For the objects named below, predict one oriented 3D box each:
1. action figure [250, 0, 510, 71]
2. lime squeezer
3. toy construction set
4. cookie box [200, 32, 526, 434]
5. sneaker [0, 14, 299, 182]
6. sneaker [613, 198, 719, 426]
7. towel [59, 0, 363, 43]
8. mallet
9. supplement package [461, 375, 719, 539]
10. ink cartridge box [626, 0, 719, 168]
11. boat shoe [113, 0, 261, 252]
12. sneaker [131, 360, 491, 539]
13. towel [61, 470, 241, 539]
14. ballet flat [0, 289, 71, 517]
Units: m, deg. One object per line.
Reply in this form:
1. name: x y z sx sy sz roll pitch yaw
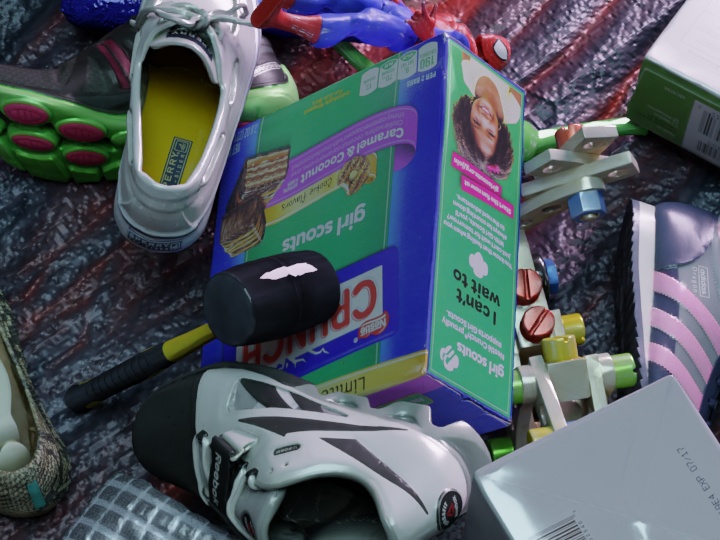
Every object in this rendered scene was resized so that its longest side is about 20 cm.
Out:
1. action figure: 0.015 -0.141 1.246 0.065 0.200 0.052 47 112 40
2. lime squeezer: 0.067 -0.094 1.294 0.200 0.038 0.071 16 63 8
3. toy construction set: 0.098 0.023 1.176 0.092 0.131 0.200 4 70 -2
4. cookie box: 0.000 0.000 1.170 0.171 0.075 0.200 -21 53 39
5. sneaker: -0.137 -0.102 1.281 0.200 0.077 0.084 0 56 -13
6. sneaker: 0.183 0.053 1.202 0.082 0.070 0.200 4 66 -4
7. towel: -0.076 -0.206 1.336 0.200 0.050 0.148 1 56 1
8. mallet: -0.099 0.040 1.140 0.066 0.200 0.041 -13 80 -52
9. supplement package: 0.120 0.158 1.070 0.110 0.200 0.114 -25 65 -14
10. ink cartridge box: 0.252 -0.146 1.307 0.104 0.059 0.200 30 59 14
11. boat shoe: -0.094 -0.115 1.201 0.075 0.086 0.202 14 58 -3
12. sneaker: -0.044 0.098 1.070 0.200 0.074 0.089 4 28 34
13. towel: -0.084 0.214 1.103 0.200 0.086 0.166 28 66 13
14. ballet flat: -0.215 0.040 1.197 0.068 0.075 0.200 -27 66 -13
